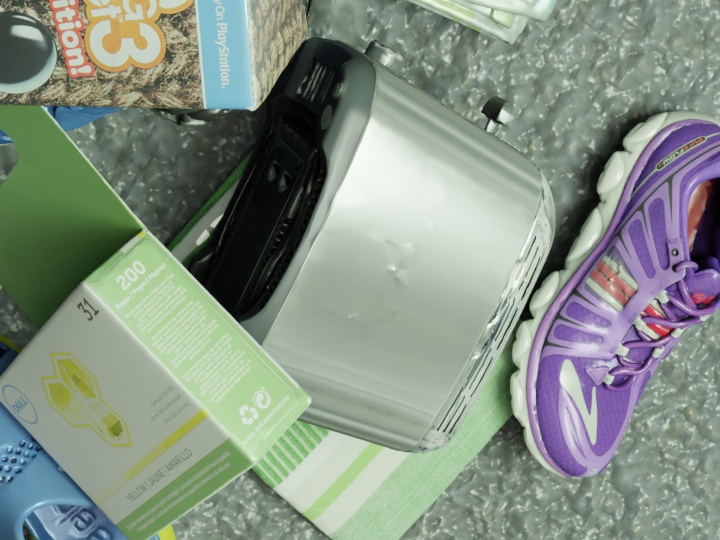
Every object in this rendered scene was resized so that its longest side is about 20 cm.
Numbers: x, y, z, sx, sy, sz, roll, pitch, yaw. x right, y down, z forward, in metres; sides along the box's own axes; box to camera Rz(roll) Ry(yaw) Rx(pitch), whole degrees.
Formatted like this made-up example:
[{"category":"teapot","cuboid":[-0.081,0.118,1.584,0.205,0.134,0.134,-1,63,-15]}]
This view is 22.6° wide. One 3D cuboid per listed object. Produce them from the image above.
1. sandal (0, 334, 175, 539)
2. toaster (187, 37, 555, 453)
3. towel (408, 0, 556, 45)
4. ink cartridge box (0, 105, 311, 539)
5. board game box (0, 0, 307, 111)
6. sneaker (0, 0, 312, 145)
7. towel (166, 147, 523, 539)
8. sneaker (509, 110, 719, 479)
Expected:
[{"category":"sandal","cuboid":[-0.159,0.098,0.856,0.200,0.087,0.080,43,91,-19]},{"category":"toaster","cuboid":[0.000,0.000,0.840,0.129,0.114,0.201,22,98,-22]},{"category":"towel","cuboid":[0.040,-0.226,0.856,0.171,0.048,0.201,16,98,-20]},{"category":"ink cartridge box","cuboid":[-0.128,0.018,0.787,0.200,0.145,0.048,47,55,-3]},{"category":"board game box","cuboid":[-0.129,-0.150,0.667,0.199,0.097,0.160,1,114,10]},{"category":"sneaker","cuboid":[-0.109,-0.099,0.791,0.199,0.111,0.077,-22,116,7]},{"category":"towel","cuboid":[-0.014,0.037,0.918,0.153,0.023,0.200,-47,112,-1]},{"category":"sneaker","cuboid":[0.143,0.016,0.914,0.080,0.083,0.201,18,97,-38]}]
